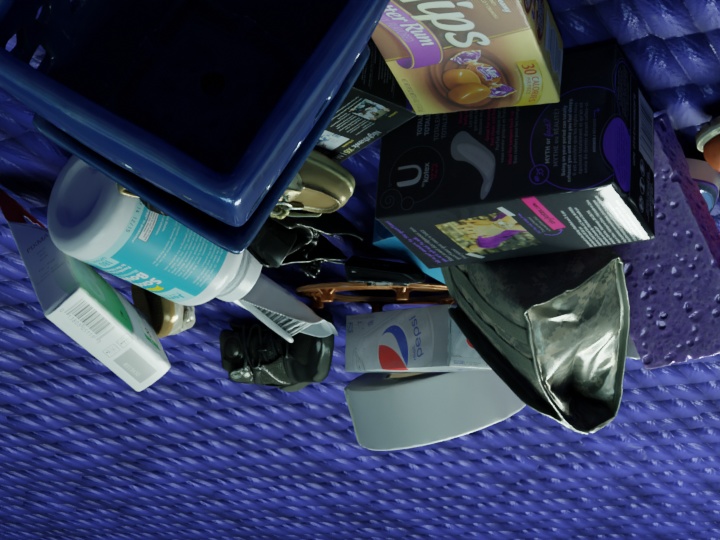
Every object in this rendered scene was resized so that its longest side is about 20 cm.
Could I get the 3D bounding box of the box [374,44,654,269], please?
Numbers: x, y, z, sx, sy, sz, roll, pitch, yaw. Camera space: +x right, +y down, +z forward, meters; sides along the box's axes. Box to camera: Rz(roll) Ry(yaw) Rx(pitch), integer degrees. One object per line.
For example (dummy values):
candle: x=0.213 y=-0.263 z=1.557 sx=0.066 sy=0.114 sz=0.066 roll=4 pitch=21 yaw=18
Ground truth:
box: x=0.123 y=-0.086 z=1.131 sx=0.197 sy=0.124 sz=0.106 roll=-6 pitch=155 yaw=27

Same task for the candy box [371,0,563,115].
candy box: x=0.066 y=-0.184 z=0.999 sx=0.115 sy=0.057 sz=0.200 roll=-3 pitch=157 yaw=19

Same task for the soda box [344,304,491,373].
soda box: x=0.061 y=0.074 z=1.507 sx=0.067 sy=0.065 sz=0.199 roll=5 pitch=173 yaw=-32

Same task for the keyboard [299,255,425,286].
keyboard: x=0.000 y=0.000 z=1.388 sx=0.125 sy=0.021 sz=0.200 roll=8 pitch=-178 yaw=2

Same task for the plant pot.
plant pot: x=-0.103 y=-0.139 z=0.904 sx=0.198 sy=0.201 sz=0.180 roll=31 pitch=166 yaw=7

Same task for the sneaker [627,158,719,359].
sneaker: x=0.263 y=0.002 z=1.277 sx=0.079 sy=0.149 sz=0.200 roll=9 pitch=158 yaw=-10

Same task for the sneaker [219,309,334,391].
sneaker: x=-0.098 y=0.093 z=1.663 sx=0.113 sy=0.077 sz=0.199 roll=6 pitch=164 yaw=-20

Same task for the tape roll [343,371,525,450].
tape roll: x=0.086 y=0.137 z=1.611 sx=0.200 sy=0.072 sz=0.202 roll=-16 pitch=-175 yaw=2

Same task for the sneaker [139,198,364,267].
sneaker: x=-0.094 y=-0.048 z=1.251 sx=0.199 sy=0.104 sz=0.060 roll=-4 pitch=137 yaw=-51

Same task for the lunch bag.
lunch bag: x=0.152 y=0.036 z=1.256 sx=0.117 sy=0.164 sz=0.201 roll=-28 pitch=134 yaw=-11

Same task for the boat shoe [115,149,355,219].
boat shoe: x=-0.100 y=-0.070 z=1.152 sx=0.197 sy=0.064 sz=0.073 roll=11 pitch=156 yaw=-17

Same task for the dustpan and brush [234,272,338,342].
dustpan and brush: x=-0.122 y=0.027 z=1.522 sx=0.199 sy=0.058 sz=0.140 roll=35 pitch=175 yaw=7

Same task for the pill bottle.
pill bottle: x=-0.183 y=-0.036 z=1.329 sx=0.110 sy=0.112 sz=0.199 roll=-15 pitch=150 yaw=39

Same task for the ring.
ring: x=0.030 y=0.030 z=1.490 sx=0.197 sy=0.020 sz=0.200 roll=1 pitch=175 yaw=0

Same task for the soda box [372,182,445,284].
soda box: x=0.101 y=-0.026 z=1.355 sx=0.067 sy=0.065 sz=0.199 roll=-15 pitch=150 yaw=39

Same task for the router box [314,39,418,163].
router box: x=-0.071 y=-0.136 z=1.143 sx=0.156 sy=0.053 sz=0.199 roll=18 pitch=154 yaw=-30

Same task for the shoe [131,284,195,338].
shoe: x=-0.199 y=0.028 z=1.475 sx=0.053 sy=0.071 sz=0.200 roll=-12 pitch=-176 yaw=-15

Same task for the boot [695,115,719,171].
boot: x=0.364 y=-0.073 z=1.136 sx=0.197 sy=0.109 sz=0.075 roll=6 pitch=159 yaw=3

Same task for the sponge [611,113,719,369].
sponge: x=0.248 y=-0.020 z=1.202 sx=0.111 sy=0.202 sz=0.030 roll=-20 pitch=-172 yaw=45

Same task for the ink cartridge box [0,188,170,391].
ink cartridge box: x=-0.269 y=0.003 z=1.379 sx=0.050 sy=0.201 sz=0.161 roll=-34 pitch=140 yaw=5
